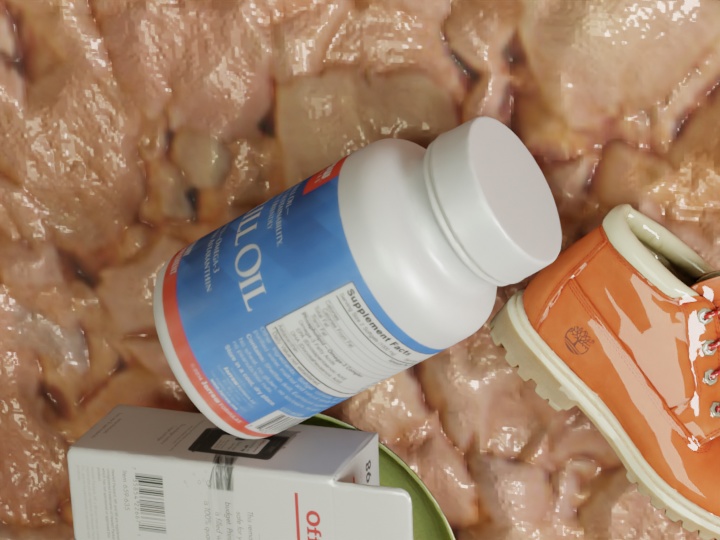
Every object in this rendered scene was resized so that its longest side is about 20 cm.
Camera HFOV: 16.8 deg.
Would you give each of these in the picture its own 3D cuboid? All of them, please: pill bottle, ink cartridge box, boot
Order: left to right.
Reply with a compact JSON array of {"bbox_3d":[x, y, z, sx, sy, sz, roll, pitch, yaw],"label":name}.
[{"bbox_3d":[-0.053,0.146,1.323,0.199,0.067,0.117,5,110,21],"label":"ink cartridge box"},{"bbox_3d":[0.000,0.000,1.257,0.199,0.112,0.113,-28,97,27],"label":"pill bottle"},{"bbox_3d":[0.170,0.058,1.236,0.200,0.075,0.107,43,114,3],"label":"boot"}]

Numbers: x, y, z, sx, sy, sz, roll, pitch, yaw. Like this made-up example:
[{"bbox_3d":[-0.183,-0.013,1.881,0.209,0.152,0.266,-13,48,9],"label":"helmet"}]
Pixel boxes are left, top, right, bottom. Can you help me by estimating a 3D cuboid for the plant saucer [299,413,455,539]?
[{"bbox_3d":[-0.030,0.165,1.376,0.199,0.031,0.201,8,111,20],"label":"plant saucer"}]
